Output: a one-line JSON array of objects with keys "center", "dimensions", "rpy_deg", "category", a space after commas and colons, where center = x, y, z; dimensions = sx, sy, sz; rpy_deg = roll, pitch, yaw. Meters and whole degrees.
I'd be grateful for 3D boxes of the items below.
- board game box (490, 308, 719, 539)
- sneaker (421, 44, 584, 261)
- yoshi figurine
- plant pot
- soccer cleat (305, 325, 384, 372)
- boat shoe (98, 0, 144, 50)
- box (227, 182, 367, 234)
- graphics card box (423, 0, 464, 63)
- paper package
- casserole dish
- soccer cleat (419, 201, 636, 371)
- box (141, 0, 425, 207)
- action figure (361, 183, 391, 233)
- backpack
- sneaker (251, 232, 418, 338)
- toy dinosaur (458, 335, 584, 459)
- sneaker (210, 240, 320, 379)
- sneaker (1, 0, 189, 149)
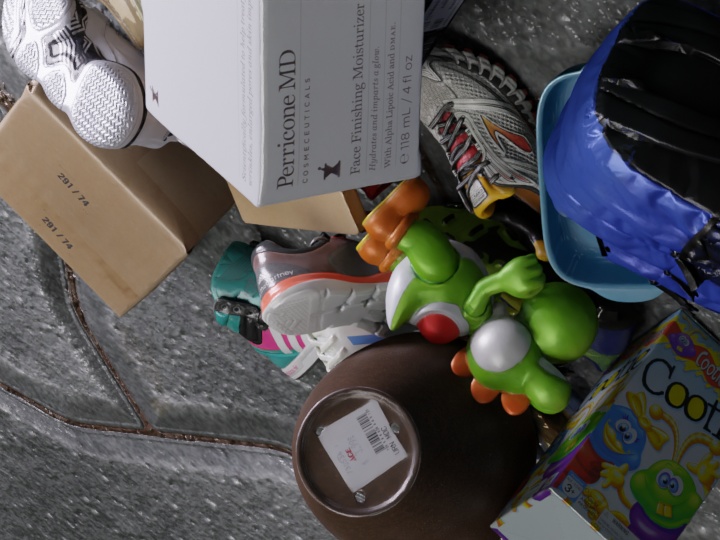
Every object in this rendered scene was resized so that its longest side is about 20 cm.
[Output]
[{"center": [0.207, 0.144, 1.700], "dimensions": [0.103, 0.200, 0.105], "rpy_deg": [43, 148, -2], "category": "board game box"}, {"center": [0.098, -0.088, 1.654], "dimensions": [0.200, 0.082, 0.078], "rpy_deg": [40, 147, 3], "category": "sneaker"}, {"center": [0.098, 0.013, 1.661], "dimensions": [0.200, 0.112, 0.112], "rpy_deg": [45, 121, 8], "category": "yoshi figurine"}, {"center": [0.023, 0.134, 1.675], "dimensions": [0.186, 0.187, 0.200], "rpy_deg": [31, -177, 15], "category": "plant pot"}, {"center": [-0.002, 0.067, 1.824], "dimensions": [0.200, 0.087, 0.070], "rpy_deg": [31, 161, -8], "category": "soccer cleat"}, {"center": [-0.229, -0.253, 1.789], "dimensions": [0.200, 0.065, 0.072], "rpy_deg": [55, -179, -14], "category": "boat shoe"}, {"center": [-0.079, -0.124, 1.755], "dimensions": [0.163, 0.021, 0.201], "rpy_deg": [9, 126, 55], "category": "box"}, {"center": [0.010, -0.206, 1.593], "dimensions": [0.126, 0.051, 0.200], "rpy_deg": [66, 153, 19], "category": "graphics card box"}, {"center": [-0.220, -0.086, 1.962], "dimensions": [0.200, 0.104, 0.191], "rpy_deg": [44, 148, -6], "category": "paper package"}, {"center": [0.187, -0.070, 1.577], "dimensions": [0.120, 0.039, 0.201], "rpy_deg": [0, 124, 11], "category": "casserole dish"}, {"center": [0.121, 0.015, 1.759], "dimensions": [0.200, 0.065, 0.084], "rpy_deg": [28, 134, 17], "category": "soccer cleat"}, {"center": [-0.056, -0.177, 1.530], "dimensions": [0.200, 0.130, 0.200], "rpy_deg": [41, 137, 52], "category": "box"}, {"center": [-0.058, -0.110, 1.819], "dimensions": [0.200, 0.052, 0.066], "rpy_deg": [36, 141, 18], "category": "action figure"}, {"center": [0.218, -0.062, 1.454], "dimensions": [0.199, 0.163, 0.168], "rpy_deg": [29, 145, -7], "category": "backpack"}, {"center": [0.000, 0.000, 1.764], "dimensions": [0.077, 0.199, 0.082], "rpy_deg": [-48, 54, 36], "category": "sneaker"}, {"center": [0.187, 0.143, 1.870], "dimensions": [0.182, 0.105, 0.200], "rpy_deg": [51, -173, -38], "category": "toy dinosaur"}, {"center": [-0.066, 0.015, 1.944], "dimensions": [0.120, 0.084, 0.200], "rpy_deg": [33, 148, -5], "category": "sneaker"}, {"center": [-0.211, -0.167, 1.840], "dimensions": [0.075, 0.115, 0.200], "rpy_deg": [-50, 58, 20], "category": "sneaker"}]
